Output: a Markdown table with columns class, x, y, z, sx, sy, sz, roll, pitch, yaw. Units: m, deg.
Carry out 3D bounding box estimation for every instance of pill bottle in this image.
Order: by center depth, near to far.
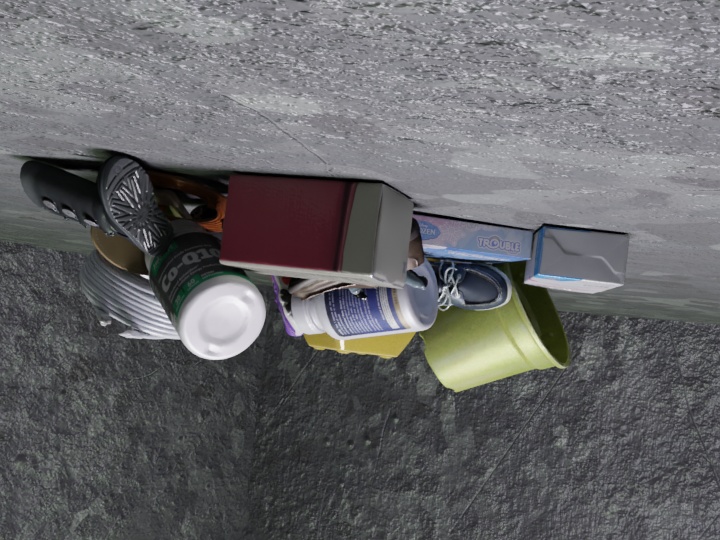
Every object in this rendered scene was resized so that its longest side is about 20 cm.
| class | x | y | z | sx | sy | sz | roll | pitch | yaw |
| --- | --- | --- | --- | --- | --- | --- | --- | --- | --- |
| pill bottle | -0.205 | 0.018 | 1.270 | 0.112 | 0.114 | 0.200 | 9 | -159 | -32 |
| pill bottle | 0.003 | 0.041 | 1.435 | 0.198 | 0.112 | 0.111 | -9 | 169 | 29 |

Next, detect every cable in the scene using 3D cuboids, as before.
| class | x | y | z | sx | sy | sz | roll | pitch | yaw |
| --- | --- | --- | --- | --- | --- | --- | --- | --- | --- |
| cable | -0.302 | 0.025 | 1.420 | 0.199 | 0.070 | 0.200 | 11 | -158 | -46 |

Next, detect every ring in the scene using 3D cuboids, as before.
| class | x | y | z | sx | sy | sz | roll | pitch | yaw |
| --- | --- | --- | --- | --- | --- | --- | --- | --- | --- |
| ring | -0.255 | -0.086 | 1.327 | 0.198 | 0.019 | 0.201 | 10 | 162 | 3 |

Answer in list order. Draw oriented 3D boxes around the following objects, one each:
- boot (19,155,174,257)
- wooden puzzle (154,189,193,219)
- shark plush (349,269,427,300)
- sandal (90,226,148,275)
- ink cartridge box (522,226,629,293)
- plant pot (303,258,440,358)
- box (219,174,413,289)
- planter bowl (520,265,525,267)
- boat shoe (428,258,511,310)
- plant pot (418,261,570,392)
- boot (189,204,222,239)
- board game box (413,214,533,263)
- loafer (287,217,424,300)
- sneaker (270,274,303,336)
| class | x | y | z | sx | sy | sz | roll | pitch | yaw |
| --- | --- | --- | --- | --- | --- | --- | --- | --- | --- |
| boot | -0.341 | -0.103 | 1.230 | 0.199 | 0.066 | 0.166 | 24 | 151 | 27 |
| wooden puzzle | -0.315 | -0.055 | 1.498 | 0.198 | 0.038 | 0.186 | 7 | 147 | 28 |
| shark plush | 0.000 | 0.000 | 1.366 | 0.198 | 0.084 | 0.091 | 7 | -169 | 13 |
| sandal | -0.285 | -0.025 | 1.387 | 0.210 | 0.079 | 0.069 | 14 | 169 | -32 |
| ink cartridge box | 0.291 | -0.012 | 1.377 | 0.114 | 0.069 | 0.200 | 7 | 176 | 3 |
| plant pot | -0.003 | 0.036 | 1.622 | 0.194 | 0.203 | 0.194 | 10 | 175 | -30 |
| box | -0.050 | -0.046 | 1.190 | 0.198 | 0.110 | 0.128 | 5 | 175 | 20 |
| planter bowl | 0.232 | 0.009 | 1.670 | 0.198 | 0.085 | 0.200 | 7 | 176 | 1 |
| boat shoe | 0.129 | 0.018 | 1.461 | 0.199 | 0.076 | 0.061 | 16 | -164 | 41 |
| plant pot | 0.198 | 0.093 | 1.545 | 0.183 | 0.202 | 0.200 | -28 | 161 | 22 |
| boot | -0.149 | -0.049 | 1.496 | 0.150 | 0.074 | 0.199 | 4 | 164 | 46 |
| board game box | 0.116 | -0.042 | 1.429 | 0.198 | 0.044 | 0.199 | 7 | 175 | -14 |
| loafer | -0.004 | 0.001 | 1.283 | 0.198 | 0.071 | 0.073 | -21 | -156 | 23 |
| sneaker | -0.118 | 0.012 | 1.576 | 0.080 | 0.202 | 0.084 | 1 | 149 | -19 |
